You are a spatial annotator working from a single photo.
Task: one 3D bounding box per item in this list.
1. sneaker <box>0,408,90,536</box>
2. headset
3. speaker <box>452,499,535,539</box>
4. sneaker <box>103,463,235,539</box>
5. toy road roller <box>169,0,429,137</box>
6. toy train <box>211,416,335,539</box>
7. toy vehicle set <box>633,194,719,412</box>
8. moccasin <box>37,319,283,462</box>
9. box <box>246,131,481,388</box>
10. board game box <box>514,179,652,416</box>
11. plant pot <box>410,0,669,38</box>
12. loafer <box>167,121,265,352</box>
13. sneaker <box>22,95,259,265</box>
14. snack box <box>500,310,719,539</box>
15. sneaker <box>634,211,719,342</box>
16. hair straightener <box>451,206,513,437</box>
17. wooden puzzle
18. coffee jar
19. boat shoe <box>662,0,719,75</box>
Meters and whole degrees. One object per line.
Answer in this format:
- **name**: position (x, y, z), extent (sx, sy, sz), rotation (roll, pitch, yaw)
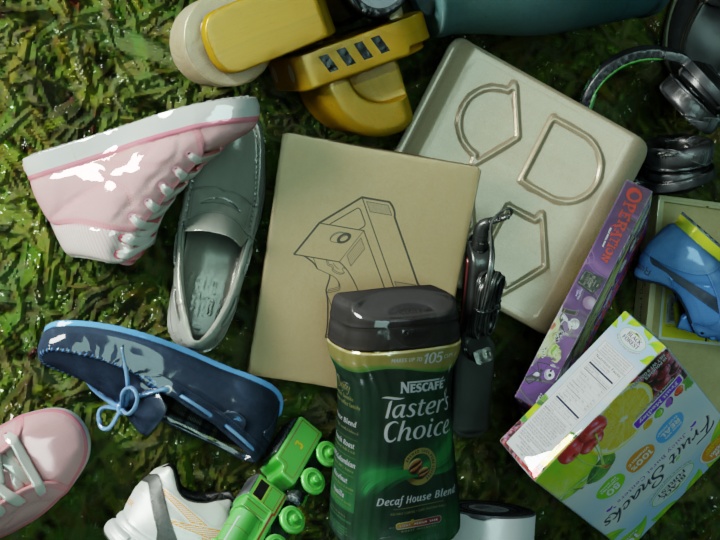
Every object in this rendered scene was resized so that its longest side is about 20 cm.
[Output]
- **sneaker**: position (-0.290, 0.173, 0.795), extent (0.199, 0.105, 0.076), rotation (-30, 94, -14)
- **headset**: position (0.287, -0.119, 0.936), extent (0.198, 0.094, 0.125), rotation (14, 111, 2)
- **speaker**: position (0.101, 0.299, 0.903), extent (0.080, 0.081, 0.202), rotation (4, 87, -13)
- **sneaker**: position (-0.101, 0.227, 0.861), extent (0.199, 0.074, 0.080), rotation (33, 79, -11)
- **toy road roller**: position (-0.039, -0.166, 0.866), extent (0.198, 0.123, 0.147), rotation (-22, 105, -13)
- **toy train**: position (-0.076, 0.195, 0.837), extent (0.056, 0.042, 0.200), rotation (41, 44, -8)
- **toy vehicle set**: position (0.311, 0.038, 0.988), extent (0.123, 0.026, 0.202), rotation (8, 87, -13)
- **moccasin**: position (-0.156, 0.096, 0.843), extent (0.198, 0.081, 0.069), rotation (19, 64, -11)
- **box**: position (0.000, 0.000, 0.885), extent (0.162, 0.021, 0.202), rotation (9, 102, -7)
- **board game box**: position (0.190, 0.033, 0.914), extent (0.032, 0.120, 0.201), rotation (27, 82, 13)
- **plant pot**: position (0.128, -0.278, 0.876), extent (0.186, 0.200, 0.202), rotation (-19, 93, -6)
- **loafer**: position (-0.112, -0.034, 0.867), extent (0.069, 0.070, 0.202), rotation (8, 86, -13)
- **sneaker**: position (-0.157, -0.065, 0.833), extent (0.198, 0.075, 0.106), rotation (-15, 97, 16)
- **snack box**: position (0.217, 0.137, 0.882), extent (0.142, 0.053, 0.200), rotation (-45, 137, 4)
- **sneaker**: position (0.324, 0.037, 0.951), extent (0.200, 0.066, 0.079), rotation (39, 101, -12)
- **hair straightener**: position (0.103, 0.047, 0.878), extent (0.040, 0.077, 0.202), rotation (4, 111, -14)
- **wooden puzzle**: position (0.121, -0.070, 0.925), extent (0.199, 0.046, 0.187), rotation (28, 91, -9)
- **coffee jar**: position (0.027, 0.113, 0.850), extent (0.103, 0.085, 0.202), rotation (-5, 101, -20)
- **boat shoe**: position (0.337, -0.257, 0.978), extent (0.074, 0.073, 0.202), rotation (25, 84, -11)
